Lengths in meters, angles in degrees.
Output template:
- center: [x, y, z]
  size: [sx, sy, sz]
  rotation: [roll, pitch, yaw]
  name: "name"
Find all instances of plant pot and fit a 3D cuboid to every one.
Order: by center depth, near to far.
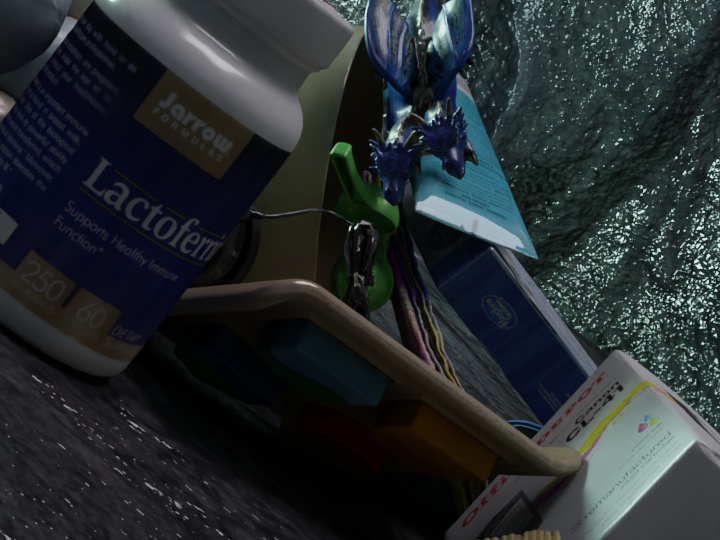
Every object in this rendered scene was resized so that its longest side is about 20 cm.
- center: [-0.070, -0.048, 1.424]
  size: [0.134, 0.201, 0.200]
  rotation: [7, 2, 8]
  name: "plant pot"

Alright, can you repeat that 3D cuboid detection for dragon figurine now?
- center: [0.033, -0.116, 1.336]
  size: [0.059, 0.201, 0.100]
  rotation: [-2, -25, 3]
  name: "dragon figurine"

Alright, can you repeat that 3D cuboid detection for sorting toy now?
- center: [-0.014, 0.063, 1.243]
  size: [0.200, 0.037, 0.185]
  rotation: [32, -19, -27]
  name: "sorting toy"

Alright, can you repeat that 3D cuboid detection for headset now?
- center: [-0.090, -0.013, 1.256]
  size: [0.199, 0.094, 0.124]
  rotation: [4, -14, 7]
  name: "headset"

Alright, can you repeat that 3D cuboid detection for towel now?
- center: [0.041, 0.053, 1.411]
  size: [0.200, 0.023, 0.144]
  rotation: [-107, -178, -46]
  name: "towel"

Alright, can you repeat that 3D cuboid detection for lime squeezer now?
- center: [0.000, 0.000, 1.342]
  size: [0.038, 0.201, 0.071]
  rotation: [5, 38, 1]
  name: "lime squeezer"

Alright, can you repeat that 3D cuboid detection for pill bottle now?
- center: [-0.099, -0.061, 1.137]
  size: [0.116, 0.200, 0.116]
  rotation: [37, 6, -5]
  name: "pill bottle"

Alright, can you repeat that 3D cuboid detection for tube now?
- center: [0.051, -0.069, 1.434]
  size: [0.077, 0.051, 0.200]
  rotation: [16, 25, -17]
  name: "tube"

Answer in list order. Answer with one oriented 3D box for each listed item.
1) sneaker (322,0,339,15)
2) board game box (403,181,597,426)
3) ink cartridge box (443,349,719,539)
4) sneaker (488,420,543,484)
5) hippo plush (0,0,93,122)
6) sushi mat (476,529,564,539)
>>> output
- center: [-0.060, -0.069, 1.557]
  size: [0.081, 0.201, 0.088]
  rotation: [10, 20, 0]
  name: "sneaker"
- center: [0.104, 0.045, 1.476]
  size: [0.200, 0.043, 0.199]
  rotation: [52, 6, -17]
  name: "board game box"
- center: [0.126, 0.136, 1.237]
  size: [0.086, 0.148, 0.200]
  rotation: [42, 4, -12]
  name: "ink cartridge box"
- center: [0.128, 0.150, 1.526]
  size: [0.200, 0.070, 0.078]
  rotation: [45, 2, 42]
  name: "sneaker"
- center: [-0.197, -0.156, 1.178]
  size: [0.200, 0.160, 0.161]
  rotation: [35, -22, -3]
  name: "hippo plush"
- center: [0.041, 0.140, 1.069]
  size: [0.200, 0.095, 0.012]
  rotation: [-40, 119, -84]
  name: "sushi mat"
